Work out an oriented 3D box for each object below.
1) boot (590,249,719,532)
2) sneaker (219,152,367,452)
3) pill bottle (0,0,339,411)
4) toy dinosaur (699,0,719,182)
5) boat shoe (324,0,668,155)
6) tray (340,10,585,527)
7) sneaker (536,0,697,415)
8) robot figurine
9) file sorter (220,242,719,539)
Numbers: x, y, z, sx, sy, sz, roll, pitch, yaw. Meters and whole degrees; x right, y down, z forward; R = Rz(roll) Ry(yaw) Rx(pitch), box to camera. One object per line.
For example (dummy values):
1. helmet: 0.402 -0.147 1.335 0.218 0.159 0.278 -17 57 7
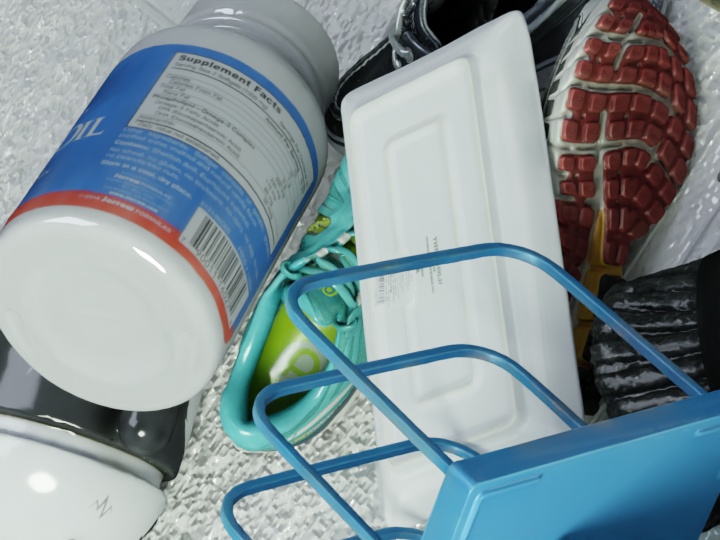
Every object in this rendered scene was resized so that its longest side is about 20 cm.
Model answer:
1. boot: 0.168 0.062 0.827 0.158 0.079 0.212 -29 39 26
2. sneaker: 0.000 0.000 1.037 0.077 0.080 0.200 31 102 10
3. pill bottle: -0.080 -0.041 1.046 0.112 0.112 0.200 -24 26 37
4. toy dinosaur: 0.166 -0.079 0.914 0.200 0.047 0.088 -137 35 -77
5. boat shoe: 0.045 -0.107 1.070 0.200 0.068 0.072 -19 56 41
6. tray: 0.034 -0.002 0.950 0.107 0.022 0.201 -24 63 38
7. sneaker: 0.078 -0.029 0.984 0.082 0.078 0.201 13 79 51
8. robot figurine: -0.135 0.047 1.142 0.124 0.150 0.201 14 75 7
9. file sorter: 0.025 0.107 0.841 0.123 0.138 0.201 43 128 36
